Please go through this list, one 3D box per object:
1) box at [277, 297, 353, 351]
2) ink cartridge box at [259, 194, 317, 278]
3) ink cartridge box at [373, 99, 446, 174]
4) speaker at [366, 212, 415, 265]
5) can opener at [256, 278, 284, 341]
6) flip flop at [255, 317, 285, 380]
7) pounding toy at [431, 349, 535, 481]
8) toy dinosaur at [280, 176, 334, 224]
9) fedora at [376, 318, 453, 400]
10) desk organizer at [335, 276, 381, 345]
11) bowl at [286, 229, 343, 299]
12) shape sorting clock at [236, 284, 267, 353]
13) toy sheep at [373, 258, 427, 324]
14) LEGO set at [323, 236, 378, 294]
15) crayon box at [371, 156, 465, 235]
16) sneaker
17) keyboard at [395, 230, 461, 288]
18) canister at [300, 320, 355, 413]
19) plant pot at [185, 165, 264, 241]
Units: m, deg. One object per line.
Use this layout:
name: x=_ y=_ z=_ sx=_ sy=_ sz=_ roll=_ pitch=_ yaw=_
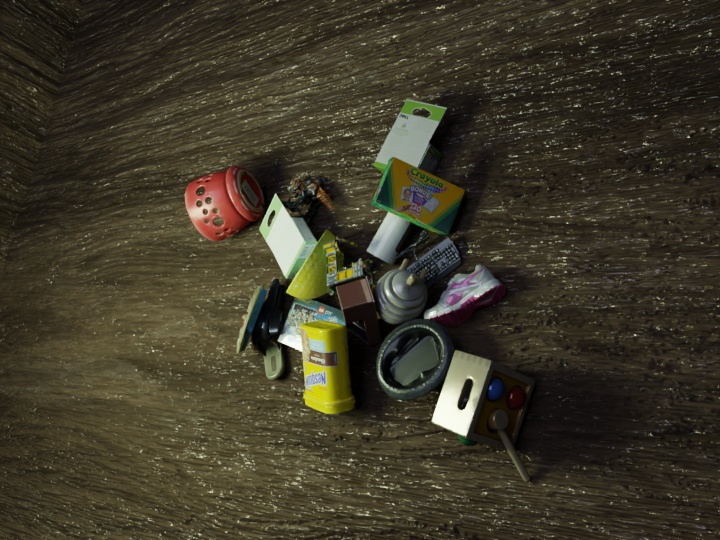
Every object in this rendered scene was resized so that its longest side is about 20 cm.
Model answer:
box: x=-0.112 y=0.156 z=1.770 sx=0.199 sy=0.038 sz=0.137 roll=18 pitch=83 yaw=34
ink cartridge box: x=-0.207 y=-0.097 z=1.896 sx=0.200 sy=0.048 sz=0.146 roll=59 pitch=134 yaw=32
ink cartridge box: x=0.146 y=-0.333 z=1.761 sx=0.147 sy=0.076 sz=0.201 roll=25 pitch=87 yaw=41
speaker: x=0.096 y=-0.114 z=1.706 sx=0.081 sy=0.081 sz=0.201 roll=31 pitch=91 yaw=41
can opener: x=-0.242 y=0.110 z=1.869 sx=0.078 sy=0.064 sz=0.201 roll=-2 pitch=44 yaw=5
flip flop: x=-0.256 y=0.208 z=1.857 sx=0.081 sy=0.057 sz=0.201 roll=-31 pitch=52 yaw=24
pounding toy: x=0.267 y=0.294 z=1.361 sx=0.142 sy=0.184 sz=0.201 roll=11 pitch=78 yaw=52
toy dinosaur: x=-0.151 y=-0.212 z=1.933 sx=0.136 sy=0.102 sz=0.200 roll=-52 pitch=26 yaw=-13
fedora: x=0.137 y=0.210 z=1.536 sx=0.200 sy=0.091 sz=0.202 roll=-14 pitch=63 yaw=29
desk organizer: x=-0.002 y=0.107 z=1.604 sx=0.077 sy=0.200 sz=0.072 roll=-15 pitch=55 yaw=-3
bowl: x=-0.099 y=0.005 z=1.773 sx=0.107 sy=0.200 sz=0.201 roll=34 pitch=95 yaw=-2
shape sorting clock: x=-0.308 y=0.134 z=1.865 sx=0.200 sy=0.039 sz=0.201 roll=-158 pitch=90 yaw=-84
toy sheep: x=0.096 y=0.054 z=1.566 sx=0.137 sy=0.200 sz=0.139 roll=5 pitch=60 yaw=-8
LEGO set: x=0.000 y=0.000 z=1.668 sx=0.115 sy=0.200 sz=0.154 roll=-17 pitch=49 yaw=22
crayon box: x=0.140 y=-0.178 z=1.631 sx=0.058 sy=0.199 sz=0.119 roll=173 pitch=119 yaw=-80
sneaker: x=0.230 y=0.059 z=1.541 sx=0.199 sy=0.081 sz=0.089 roll=-30 pitch=55 yaw=15
keyboard: x=0.145 y=-0.017 z=1.652 sx=0.200 sy=0.021 sz=0.127 roll=-38 pitch=68 yaw=19
canister: x=-0.084 y=0.231 z=1.636 sx=0.148 sy=0.086 sz=0.201 roll=4 pitch=101 yaw=56
plant pot: x=-0.405 y=-0.213 z=2.058 sx=0.182 sy=0.200 sz=0.201 roll=-21 pitch=60 yaw=20
